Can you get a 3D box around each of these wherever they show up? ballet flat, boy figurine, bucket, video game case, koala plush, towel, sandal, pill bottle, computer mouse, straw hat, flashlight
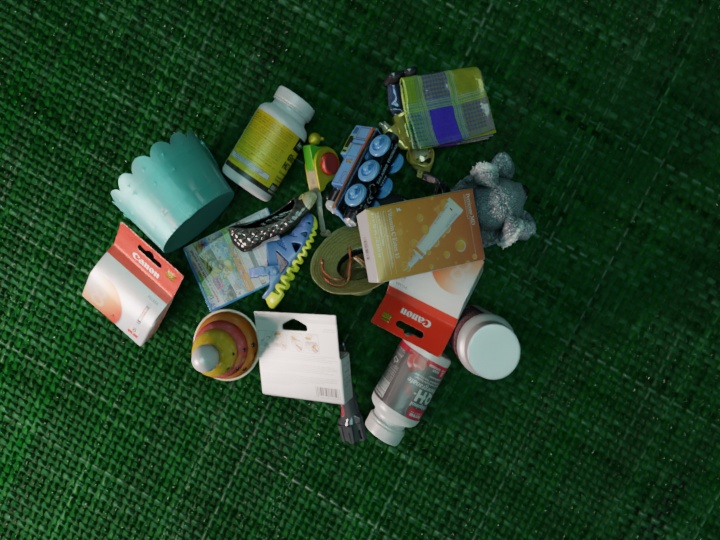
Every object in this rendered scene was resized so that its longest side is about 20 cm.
[{"bbox_3d":[-0.172,-0.102,1.047,0.197,0.067,0.057,-30,116,8],"label":"ballet flat"},{"bbox_3d":[0.098,-0.290,1.060,0.121,0.064,0.206,-13,91,-5],"label":"boy figurine"},{"bbox_3d":[-0.347,-0.143,1.010,0.206,0.207,0.136,-40,94,3],"label":"bucket"},{"bbox_3d":[-0.251,-0.022,1.102,0.196,0.018,0.146,-24,93,2],"label":"video game case"},{"bbox_3d":[0.246,-0.118,0.998,0.179,0.200,0.182,-22,93,2],"label":"koala plush"},{"bbox_3d":[0.173,-0.320,1.043,0.195,0.023,0.148,-14,94,-23],"label":"towel"},{"bbox_3d":[-0.153,-0.032,1.053,0.086,0.079,0.203,31,76,-8],"label":"sandal"},{"bbox_3d":[0.089,0.239,1.064,0.109,0.111,0.204,28,93,-1],"label":"pill bottle"},{"bbox_3d":[0.077,-0.140,1.041,0.196,0.046,0.144,21,85,28],"label":"computer mouse"},{"bbox_3d":[-0.175,-0.249,1.041,0.111,0.112,0.203,33,94,-1],"label":"pill bottle"},{"bbox_3d":[0.000,0.000,1.063,0.195,0.204,0.086,-12,135,2],"label":"straw hat"},{"bbox_3d":[-0.041,0.249,1.094,0.066,0.068,0.206,-13,97,-3],"label":"flashlight"},{"bbox_3d":[0.231,0.135,1.012,0.110,0.200,0.118,0,93,1],"label":"pill bottle"}]

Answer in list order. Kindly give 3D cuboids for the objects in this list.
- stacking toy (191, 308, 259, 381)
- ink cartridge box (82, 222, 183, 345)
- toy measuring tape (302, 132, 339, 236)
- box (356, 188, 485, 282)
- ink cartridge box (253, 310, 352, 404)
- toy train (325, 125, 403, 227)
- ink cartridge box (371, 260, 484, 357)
[{"bbox_3d":[-0.278,0.159,1.021,0.141,0.200,0.151,0,94,1],"label":"stacking toy"},{"bbox_3d":[-0.447,0.033,1.039,0.161,0.050,0.201,40,127,-1],"label":"ink cartridge box"},{"bbox_3d":[-0.069,-0.175,1.073,0.071,0.074,0.206,-10,105,1],"label":"toy measuring tape"},{"bbox_3d":[0.103,-0.059,0.939,0.194,0.097,0.128,-12,91,-10],"label":"box"},{"bbox_3d":[-0.115,0.165,1.049,0.195,0.043,0.179,1,101,26],"label":"ink cartridge box"},{"bbox_3d":[0.003,-0.181,1.023,0.112,0.086,0.204,17,76,38],"label":"toy train"},{"bbox_3d":[0.128,0.039,1.031,0.159,0.050,0.203,25,70,20],"label":"ink cartridge box"}]
